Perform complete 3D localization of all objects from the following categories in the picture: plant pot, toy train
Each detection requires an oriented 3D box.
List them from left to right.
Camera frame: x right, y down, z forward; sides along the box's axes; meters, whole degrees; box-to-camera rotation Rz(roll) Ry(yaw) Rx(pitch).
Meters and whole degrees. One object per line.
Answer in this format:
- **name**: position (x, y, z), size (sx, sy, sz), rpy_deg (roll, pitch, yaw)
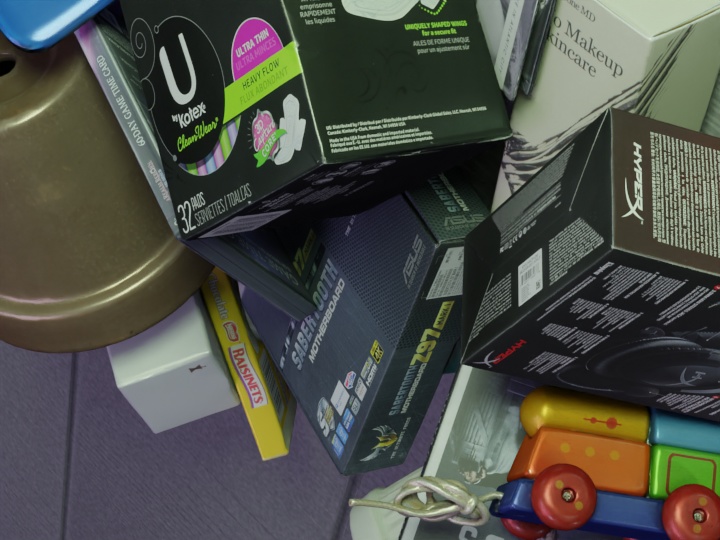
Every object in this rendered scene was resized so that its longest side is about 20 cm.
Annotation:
- **plant pot**: position (-0.197, -0.074, 1.093), size (0.200, 0.200, 0.175), rpy_deg (33, 157, 32)
- **toy train**: position (0.100, 0.082, 0.903), size (0.199, 0.116, 0.085), rpy_deg (10, 165, -7)

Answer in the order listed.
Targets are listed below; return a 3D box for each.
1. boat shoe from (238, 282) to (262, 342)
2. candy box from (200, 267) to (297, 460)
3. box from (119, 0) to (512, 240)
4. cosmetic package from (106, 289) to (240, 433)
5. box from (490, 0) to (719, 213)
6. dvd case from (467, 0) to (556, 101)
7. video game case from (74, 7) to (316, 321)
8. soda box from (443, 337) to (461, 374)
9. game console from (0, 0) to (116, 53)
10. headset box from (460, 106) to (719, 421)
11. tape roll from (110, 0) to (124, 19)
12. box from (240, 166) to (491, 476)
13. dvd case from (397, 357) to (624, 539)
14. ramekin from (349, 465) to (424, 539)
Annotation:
- **boat shoe**: position (-0.045, -0.009, 1.171), size (0.070, 0.071, 0.200), rpy_deg (3, 146, 8)
- **candy box**: position (-0.090, 0.029, 1.236), size (0.102, 0.026, 0.201), rpy_deg (-92, -16, -76)
- **box**: position (-0.035, -0.135, 0.885), size (0.148, 0.124, 0.201), rpy_deg (-23, 79, 53)
- **cosmetic package**: position (-0.153, 0.003, 1.223), size (0.101, 0.071, 0.200), rpy_deg (71, 180, -63)
- **box**: position (0.127, -0.074, 0.888), size (0.082, 0.068, 0.200), rpy_deg (44, 146, 31)
- **dvd case**: position (0.051, -0.206, 0.862), size (0.149, 0.016, 0.200), rpy_deg (101, 148, -47)
- **video game case**: position (-0.103, -0.071, 1.017), size (0.143, 0.019, 0.200), rpy_deg (38, -160, -56)
- **soda box**: position (0.052, 0.024, 1.079), size (0.200, 0.064, 0.069), rpy_deg (-12, 107, 56)
- **game console**: position (-0.177, -0.242, 1.022), size (0.118, 0.171, 0.200), rpy_deg (-40, 83, 24)
- **headset box**: position (0.169, 0.008, 0.822), size (0.149, 0.199, 0.077), rpy_deg (135, 142, -57)
- **tape roll**: position (-0.232, -0.219, 1.222), size (0.200, 0.085, 0.200), rpy_deg (32, 140, 32)
- **box**: position (0.000, 0.000, 1.025), size (0.158, 0.051, 0.200), rpy_deg (58, 141, 36)
- **dvd case**: position (0.107, 0.133, 0.962), size (0.150, 0.201, 0.025), rpy_deg (19, 178, 4)
- **ramekin**: position (0.094, 0.199, 1.065), size (0.200, 0.105, 0.200), rpy_deg (51, -171, -12)
